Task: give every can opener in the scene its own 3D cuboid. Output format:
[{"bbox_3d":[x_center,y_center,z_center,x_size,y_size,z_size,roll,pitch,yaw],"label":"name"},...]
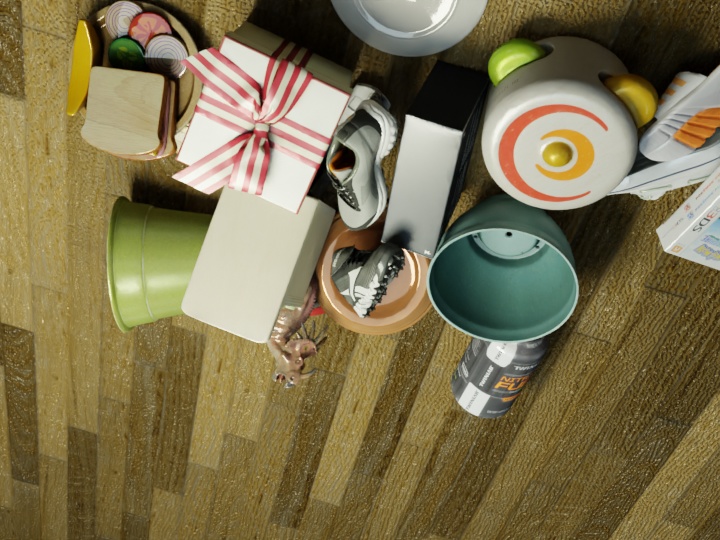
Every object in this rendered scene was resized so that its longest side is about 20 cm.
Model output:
[{"bbox_3d":[-0.029,-0.166,1.283,0.053,0.067,0.200,31,131,-12],"label":"can opener"}]

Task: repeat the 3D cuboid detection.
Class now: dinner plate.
[{"bbox_3d":[0.054,-0.340,1.139,0.199,0.024,0.201,7,131,8],"label":"dinner plate"}]

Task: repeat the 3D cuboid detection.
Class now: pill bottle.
[{"bbox_3d":[0.216,0.125,1.451,0.106,0.107,0.201,19,133,-2],"label":"pill bottle"}]

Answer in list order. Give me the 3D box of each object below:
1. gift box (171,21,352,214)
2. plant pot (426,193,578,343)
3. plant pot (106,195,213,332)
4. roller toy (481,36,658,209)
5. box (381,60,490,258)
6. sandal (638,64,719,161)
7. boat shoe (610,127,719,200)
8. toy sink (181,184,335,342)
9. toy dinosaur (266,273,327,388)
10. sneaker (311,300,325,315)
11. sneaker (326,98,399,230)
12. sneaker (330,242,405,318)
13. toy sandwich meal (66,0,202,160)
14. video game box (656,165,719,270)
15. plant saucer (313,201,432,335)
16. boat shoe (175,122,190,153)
[{"bbox_3d":[-0.128,-0.188,1.175,0.199,0.187,0.186,19,110,-7],"label":"gift box"},{"bbox_3d":[0.198,-0.019,1.309,0.199,0.135,0.201,8,132,9],"label":"plant pot"},{"bbox_3d":[-0.256,-0.013,1.417,0.188,0.201,0.201,-3,131,0],"label":"plant pot"},{"bbox_3d":[0.242,-0.172,1.157,0.198,0.140,0.183,10,133,5],"label":"roller toy"},{"bbox_3d":[0.095,-0.139,1.221,0.078,0.142,0.201,17,132,7],"label":"box"},{"bbox_3d":[0.410,-0.216,1.137,0.207,0.059,0.079,-45,133,18],"label":"sandal"},{"bbox_3d":[0.367,-0.119,1.216,0.199,0.074,0.067,-13,128,24],"label":"boat shoe"},{"bbox_3d":[-0.134,-0.015,1.289,0.130,0.112,0.201,19,89,12],"label":"toy sink"},{"bbox_3d":[-0.097,0.054,1.373,0.135,0.086,0.201,18,98,23],"label":"toy dinosaur"},{"bbox_3d":[-0.039,0.028,1.466,0.198,0.078,0.085,-8,167,6],"label":"sneaker"},{"bbox_3d":[-0.011,-0.118,1.164,0.074,0.079,0.201,41,150,23],"label":"sneaker"},{"bbox_3d":[0.000,0.000,1.280,0.090,0.067,0.200,40,159,5],"label":"sneaker"},{"bbox_3d":[-0.298,-0.243,1.232,0.204,0.070,0.207,2,102,9],"label":"toy sandwich meal"},{"bbox_3d":[0.512,-0.068,1.214,0.199,0.047,0.182,16,137,-19],"label":"video game box"},{"bbox_3d":[0.022,0.001,1.381,0.198,0.037,0.202,1,106,3],"label":"plant saucer"},{"bbox_3d":[-0.261,-0.213,1.307,0.199,0.074,0.069,32,108,-3],"label":"boat shoe"}]
